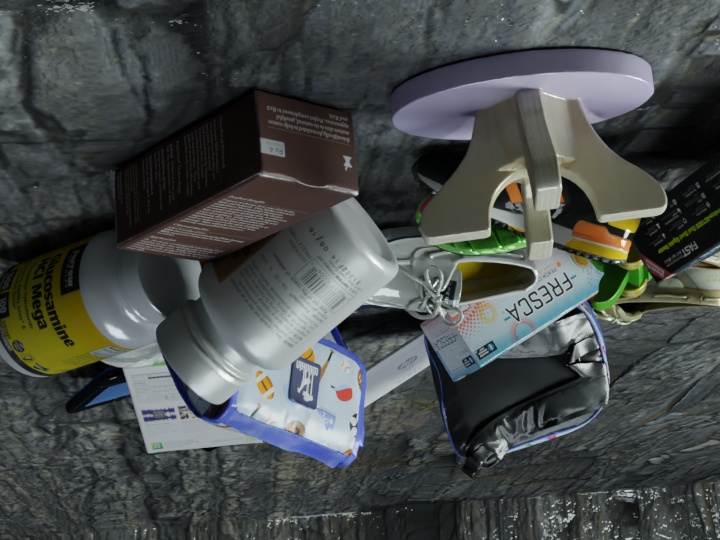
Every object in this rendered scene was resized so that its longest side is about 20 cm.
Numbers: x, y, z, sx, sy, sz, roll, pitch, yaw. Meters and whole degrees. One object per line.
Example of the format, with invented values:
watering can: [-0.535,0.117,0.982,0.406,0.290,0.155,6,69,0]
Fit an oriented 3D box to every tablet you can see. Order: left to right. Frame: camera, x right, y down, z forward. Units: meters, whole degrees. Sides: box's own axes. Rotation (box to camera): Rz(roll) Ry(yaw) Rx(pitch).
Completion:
tablet: [0.055,0.109,1.916,0.199,0.014,0.130,-34,163,-2]

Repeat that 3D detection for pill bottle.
pill bottle: [-0.245,0.026,1.505,0.199,0.113,0.112,-18,160,36]
pill bottle: [-0.075,0.019,1.397,0.200,0.115,0.114,-40,155,11]

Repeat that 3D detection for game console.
game console: [-0.248,0.175,1.995,0.170,0.119,0.200,-15,170,-29]

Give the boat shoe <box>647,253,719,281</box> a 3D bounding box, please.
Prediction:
boat shoe: [0.264,-0.027,1.539,0.198,0.075,0.076,-2,174,-10]

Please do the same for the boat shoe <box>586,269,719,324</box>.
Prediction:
boat shoe: [0.311,0.032,1.793,0.200,0.064,0.073,-18,160,37]

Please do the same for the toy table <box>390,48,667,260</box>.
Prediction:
toy table: [0.128,-0.087,1.227,0.198,0.118,0.184,-10,164,13]

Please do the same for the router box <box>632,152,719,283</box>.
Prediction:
router box: [0.331,-0.069,1.361,0.149,0.062,0.200,-26,172,-21]

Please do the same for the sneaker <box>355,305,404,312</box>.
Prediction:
sneaker: [0.000,-0.002,1.534,0.145,0.078,0.202,-6,172,30]

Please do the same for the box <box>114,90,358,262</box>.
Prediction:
box: [-0.103,-0.071,1.291,0.100,0.076,0.199,10,160,-41]

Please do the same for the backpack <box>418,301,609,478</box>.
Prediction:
backpack: [0.180,0.104,1.792,0.189,0.202,0.154,-11,-164,15]

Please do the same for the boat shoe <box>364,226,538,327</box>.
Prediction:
boat shoe: [0.070,0.012,1.467,0.200,0.086,0.075,-5,128,-21]

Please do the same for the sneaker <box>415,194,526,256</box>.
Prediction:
sneaker: [0.149,-0.044,1.457,0.198,0.077,0.084,-4,160,-1]

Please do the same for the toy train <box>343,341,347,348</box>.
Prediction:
toy train: [-0.066,0.108,1.861,0.085,0.114,0.200,27,164,15]

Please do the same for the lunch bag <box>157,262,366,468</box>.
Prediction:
lunch bag: [-0.091,0.092,1.558,0.169,0.201,0.124,25,116,-36]

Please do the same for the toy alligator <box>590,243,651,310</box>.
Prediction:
toy alligator: [0.274,-0.039,1.485,0.200,0.054,0.059,-39,150,-13]

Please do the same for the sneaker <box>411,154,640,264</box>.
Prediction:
sneaker: [0.145,-0.075,1.376,0.199,0.091,0.070,21,-179,1]

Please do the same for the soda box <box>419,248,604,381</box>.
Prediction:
soda box: [0.159,0.027,1.571,0.199,0.069,0.064,-30,175,-27]

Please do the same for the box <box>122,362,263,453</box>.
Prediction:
box: [-0.193,0.131,1.867,0.143,0.037,0.201,-5,136,2]

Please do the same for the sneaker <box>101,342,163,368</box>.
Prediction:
sneaker: [-0.193,0.042,1.678,0.198,0.076,0.092,-14,156,2]
